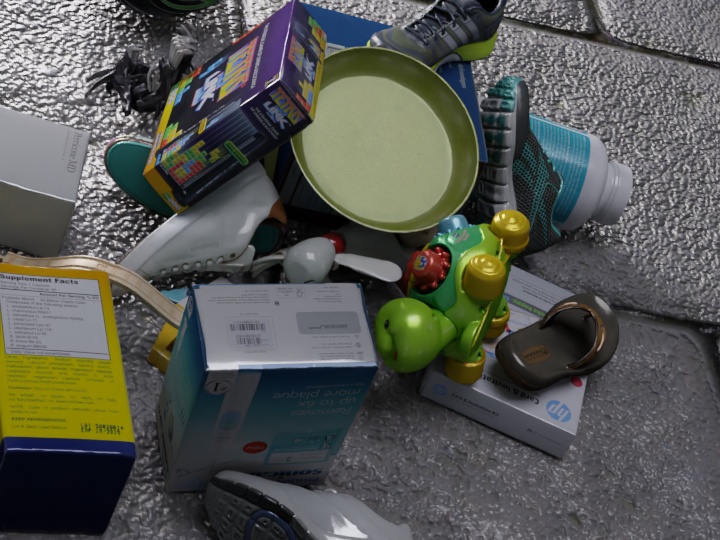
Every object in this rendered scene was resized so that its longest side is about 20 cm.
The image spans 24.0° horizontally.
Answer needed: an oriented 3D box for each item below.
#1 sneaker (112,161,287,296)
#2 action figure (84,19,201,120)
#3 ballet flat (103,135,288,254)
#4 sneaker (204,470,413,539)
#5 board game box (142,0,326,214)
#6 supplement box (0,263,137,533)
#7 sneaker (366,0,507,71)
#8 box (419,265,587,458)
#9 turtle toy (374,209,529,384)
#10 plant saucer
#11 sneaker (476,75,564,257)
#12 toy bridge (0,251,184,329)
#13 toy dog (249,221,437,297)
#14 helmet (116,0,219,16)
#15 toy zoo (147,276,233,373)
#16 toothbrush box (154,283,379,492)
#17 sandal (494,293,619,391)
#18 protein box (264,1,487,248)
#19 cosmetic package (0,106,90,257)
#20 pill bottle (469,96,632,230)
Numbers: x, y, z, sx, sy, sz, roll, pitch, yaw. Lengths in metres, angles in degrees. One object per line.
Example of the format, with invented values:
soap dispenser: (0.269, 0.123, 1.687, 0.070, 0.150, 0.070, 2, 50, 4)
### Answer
sneaker: (-0.151, -0.020, 1.600, 0.199, 0.073, 0.085, -36, 96, -21)
action figure: (-0.184, -0.207, 1.764, 0.198, 0.103, 0.119, 7, 26, -10)
ballet flat: (-0.162, -0.080, 1.688, 0.199, 0.069, 0.071, 26, 22, -8)
sneaker: (-0.041, 0.221, 1.442, 0.199, 0.075, 0.087, 28, 28, -10)
board game box: (-0.116, -0.159, 1.607, 0.057, 0.165, 0.201, 48, 21, -22)
supplement box: (-0.261, 0.104, 1.402, 0.108, 0.110, 0.201, 6, 46, -23)
sneaker: (0.082, -0.258, 1.773, 0.074, 0.081, 0.199, 42, 42, 19)
box: (0.154, 0.078, 1.704, 0.155, 0.041, 0.201, 25, 42, -2)
turtle toy: (0.083, 0.027, 1.590, 0.100, 0.147, 0.200, 20, 40, 13)
plant saucer: (0.020, -0.124, 1.654, 0.198, 0.031, 0.202, 8, 65, -18)
sneaker: (0.172, -0.107, 1.782, 0.090, 0.202, 0.078, -8, 21, -22)
toy bridge: (-0.234, 0.021, 1.516, 0.198, 0.068, 0.027, 19, 42, 2)
toy dog: (0.000, 0.000, 1.663, 0.199, 0.132, 0.097, -23, 92, -34)
helmet: (-0.209, -0.375, 1.866, 0.198, 0.191, 0.202, -4, 63, 9)
toy zoo: (-0.108, 0.081, 1.576, 0.199, 0.021, 0.131, 33, 41, 7)
toothbrush box: (-0.083, 0.100, 1.414, 0.145, 0.201, 0.086, 0, 56, -19)
sandal: (0.203, 0.061, 1.666, 0.199, 0.055, 0.082, -15, 60, -50)
protein box: (0.011, -0.152, 1.792, 0.198, 0.135, 0.200, 12, 42, -17)
cosmetic package: (-0.360, -0.096, 1.577, 0.198, 0.081, 0.113, 14, 40, -14)
pill bottle: (0.196, -0.111, 1.869, 0.198, 0.111, 0.111, 17, 41, -11)
